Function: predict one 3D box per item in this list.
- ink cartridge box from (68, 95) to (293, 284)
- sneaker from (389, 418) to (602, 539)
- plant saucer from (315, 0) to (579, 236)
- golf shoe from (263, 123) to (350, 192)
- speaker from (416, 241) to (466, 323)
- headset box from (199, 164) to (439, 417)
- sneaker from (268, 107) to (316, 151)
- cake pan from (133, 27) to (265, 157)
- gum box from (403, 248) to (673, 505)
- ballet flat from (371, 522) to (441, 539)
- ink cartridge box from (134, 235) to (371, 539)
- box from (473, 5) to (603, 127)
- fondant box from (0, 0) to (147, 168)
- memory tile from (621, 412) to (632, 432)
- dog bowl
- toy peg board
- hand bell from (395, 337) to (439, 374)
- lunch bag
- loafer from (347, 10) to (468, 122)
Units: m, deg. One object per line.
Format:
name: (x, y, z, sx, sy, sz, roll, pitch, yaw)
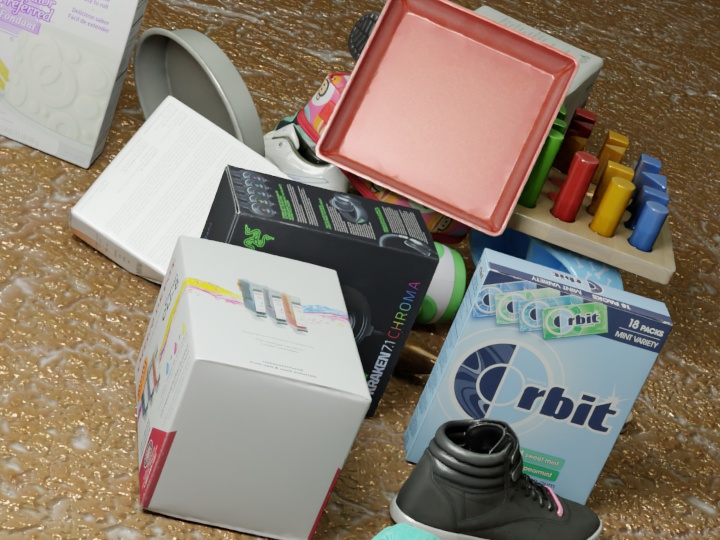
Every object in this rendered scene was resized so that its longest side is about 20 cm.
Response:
ink cartridge box: (-0.149, -0.050, 1.662, 0.200, 0.050, 0.162, 35, 66, 3)
sneaker: (0.130, 0.180, 1.458, 0.200, 0.099, 0.071, 11, 25, -25)
plant saucer: (0.085, -0.155, 1.714, 0.199, 0.200, 0.037, 24, -12, 5)
golf shoe: (-0.101, -0.124, 1.878, 0.200, 0.097, 0.078, 23, 26, 5)
speaker: (0.000, 0.000, 1.726, 0.200, 0.089, 0.088, 10, 28, -24)
headset box: (-0.059, 0.018, 1.537, 0.200, 0.174, 0.093, 14, 26, -19)
sneaker: (-0.004, -0.126, 1.973, 0.140, 0.200, 0.078, 60, 21, -29)
cake pan: (-0.161, -0.158, 1.779, 0.037, 0.200, 0.200, -28, 50, -27)
gum box: (0.151, 0.097, 1.518, 0.170, 0.200, 0.045, 17, 26, -10)
ballet flat: (0.011, 0.235, 1.279, 0.070, 0.067, 0.200, 9, 16, 28)
ink cartridge box: (-0.093, 0.090, 1.401, 0.144, 0.145, 0.200, 14, 25, -16)
box: (0.155, -0.177, 2.063, 0.171, 0.199, 0.200, 27, 26, 12)
fondant box: (-0.310, -0.223, 1.784, 0.144, 0.200, 0.058, 21, 25, 1)
memory tile: (0.199, 0.091, 1.785, 0.153, 0.017, 0.200, 19, 25, -7)
dog bowl: (0.187, -0.005, 1.828, 0.050, 0.112, 0.200, -17, 44, -34)
toy peg board: (0.239, -0.099, 1.798, 0.199, 0.098, 0.200, 20, 26, -3)
hand bell: (0.093, 0.095, 1.639, 0.200, 0.104, 0.104, 16, 23, 17)
lunch bag: (0.033, -0.118, 1.804, 0.200, 0.082, 0.176, 49, 21, 24)
loafer: (0.065, -0.195, 1.807, 0.071, 0.073, 0.200, 14, 35, -48)
